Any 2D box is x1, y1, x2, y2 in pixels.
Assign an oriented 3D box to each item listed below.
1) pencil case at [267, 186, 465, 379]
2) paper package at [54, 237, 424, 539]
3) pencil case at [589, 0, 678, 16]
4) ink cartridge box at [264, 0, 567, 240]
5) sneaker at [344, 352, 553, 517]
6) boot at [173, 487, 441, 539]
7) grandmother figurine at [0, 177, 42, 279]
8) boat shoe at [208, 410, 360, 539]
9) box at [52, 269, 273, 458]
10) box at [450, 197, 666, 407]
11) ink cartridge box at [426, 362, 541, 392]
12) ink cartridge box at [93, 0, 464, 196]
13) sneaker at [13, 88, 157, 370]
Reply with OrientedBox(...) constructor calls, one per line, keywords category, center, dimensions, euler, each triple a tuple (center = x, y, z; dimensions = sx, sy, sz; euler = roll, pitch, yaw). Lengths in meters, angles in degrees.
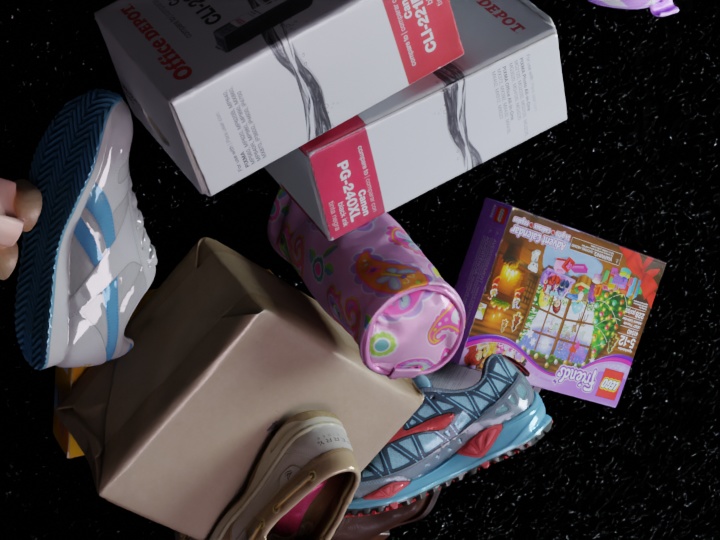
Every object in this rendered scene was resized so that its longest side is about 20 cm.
OrientedBox(category="pencil case", center=(0.000, 0.000, 1.248), dimensions=(0.087, 0.200, 0.088), euler=(-13, 123, -21))
OrientedBox(category="paper package", center=(-0.089, 0.104, 1.279), dimensions=(0.191, 0.104, 0.200), euler=(-49, 135, 7))
OrientedBox(category="pencil case", center=(0.202, -0.284, 1.250), dimensions=(0.084, 0.086, 0.201), euler=(-21, 130, -21))
OrientedBox(category="ink cartridge box", center=(0.026, -0.127, 1.208), dimensions=(0.199, 0.145, 0.084), euler=(-27, 131, -14))
OrientedBox(category="sneaker", center=(0.047, 0.129, 1.368), dimensions=(0.199, 0.096, 0.079), euler=(-24, 174, -9))
OrientedBox(category="boot", center=(-0.047, 0.189, 1.423), dimensions=(0.199, 0.064, 0.187), euler=(3, 140, -30))
OrientedBox(category="grandmother figurine", center=(-0.307, -0.052, 1.112), dimensions=(0.199, 0.061, 0.122), euler=(12, 106, -41))
OrientedBox(category="boat shoe", center=(-0.059, 0.198, 1.249), dimensions=(0.073, 0.069, 0.201), euler=(6, 120, -35))
OrientedBox(category="box", center=(-0.136, 0.068, 1.321), dimensions=(0.199, 0.041, 0.119), euler=(-11, 127, -29))
OrientedBox(category="box", center=(0.164, 0.031, 1.457), dimensions=(0.199, 0.039, 0.137), euler=(16, 94, -39))
OrientedBox(category="ink cartridge box", center=(0.069, 0.095, 1.471), dimensions=(0.199, 0.039, 0.100), euler=(12, 114, -40))
OrientedBox(category="ink cartridge box", center=(-0.056, -0.156, 1.135), dimensions=(0.200, 0.144, 0.084), euler=(-31, 132, -11))
OrientedBox(category="sneaker", center=(-0.184, -0.029, 1.188), dimensions=(0.081, 0.076, 0.201), euler=(-1, 114, -36))
